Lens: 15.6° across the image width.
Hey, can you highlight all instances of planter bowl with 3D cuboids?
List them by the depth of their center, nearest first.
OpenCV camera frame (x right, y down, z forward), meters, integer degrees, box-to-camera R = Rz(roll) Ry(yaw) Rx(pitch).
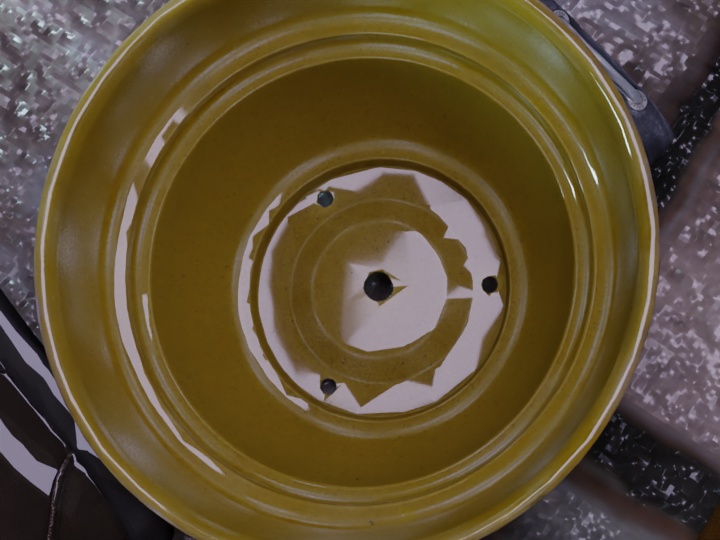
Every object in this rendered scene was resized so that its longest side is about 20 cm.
[{"bbox_3d":[0.000,0.000,0.859,0.200,0.083,0.201,-1,81,9],"label":"planter bowl"}]

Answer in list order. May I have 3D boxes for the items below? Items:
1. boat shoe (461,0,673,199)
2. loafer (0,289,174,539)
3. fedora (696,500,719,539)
[{"bbox_3d":[0.029,-0.103,0.921,0.068,0.072,0.200,-39,77,-12],"label":"boat shoe"},{"bbox_3d":[-0.146,0.031,0.865,0.071,0.073,0.200,-38,74,-16],"label":"loafer"},{"bbox_3d":[0.177,0.102,0.812,0.082,0.200,0.201,37,70,-20],"label":"fedora"}]
